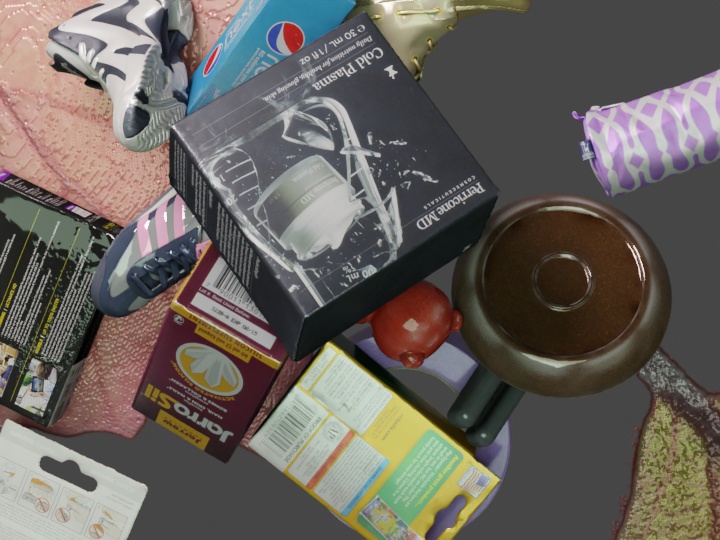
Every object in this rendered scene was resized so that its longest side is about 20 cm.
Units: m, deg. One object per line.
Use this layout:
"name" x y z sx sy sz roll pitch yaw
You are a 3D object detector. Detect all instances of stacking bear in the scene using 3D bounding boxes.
"stacking bear" 0.000 0.000 1.472 0.200 0.114 0.121 44 58 9

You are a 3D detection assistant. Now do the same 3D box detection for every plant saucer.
"plant saucer" 0.180 0.015 1.475 0.198 0.032 0.202 -1 66 3

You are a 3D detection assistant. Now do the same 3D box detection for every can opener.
"can opener" 0.151 0.070 1.491 0.053 0.066 0.200 46 68 -18

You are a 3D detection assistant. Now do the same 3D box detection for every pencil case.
"pencil case" 0.291 -0.133 1.470 0.198 0.084 0.086 -19 74 8

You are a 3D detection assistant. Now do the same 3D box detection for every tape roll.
"tape roll" 0.043 0.150 1.553 0.198 0.066 0.202 1 100 6

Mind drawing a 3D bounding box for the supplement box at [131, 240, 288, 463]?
"supplement box" -0.126 0.075 1.494 0.110 0.086 0.200 30 143 0

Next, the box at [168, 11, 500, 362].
"box" -0.025 -0.069 1.369 0.199 0.124 0.197 -33 78 -16

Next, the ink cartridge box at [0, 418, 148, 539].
"ink cartridge box" -0.311 0.263 1.626 0.160 0.050 0.202 24 98 2

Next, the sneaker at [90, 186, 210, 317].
"sneaker" -0.164 -0.024 1.515 0.200 0.082 0.070 -47 133 3

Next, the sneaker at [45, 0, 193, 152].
"sneaker" -0.227 -0.176 1.483 0.128 0.080 0.201 -13 55 21

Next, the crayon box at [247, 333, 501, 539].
"crayon box" 0.014 0.167 1.500 0.199 0.052 0.126 39 102 0

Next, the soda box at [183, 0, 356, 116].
"soda box" -0.085 -0.196 1.468 0.067 0.064 0.200 27 124 -21

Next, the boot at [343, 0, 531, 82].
"boot" 0.055 -0.192 1.484 0.198 0.073 0.157 3 98 11

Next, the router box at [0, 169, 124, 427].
"router box" -0.320 0.026 1.579 0.148 0.051 0.202 25 102 3
